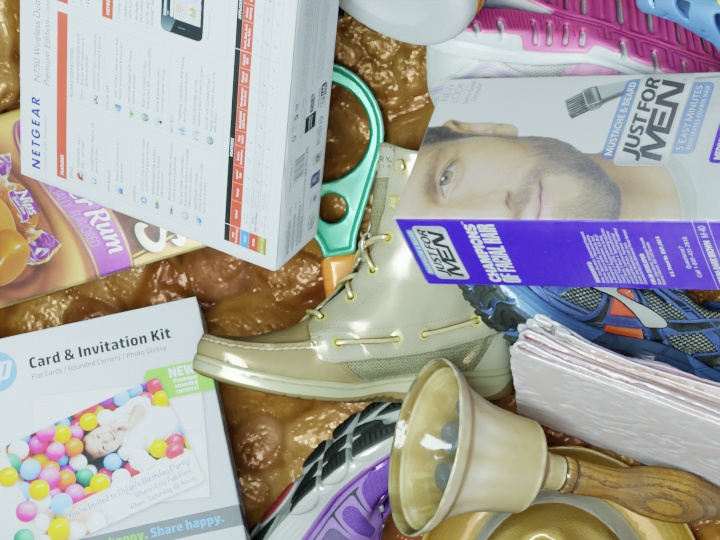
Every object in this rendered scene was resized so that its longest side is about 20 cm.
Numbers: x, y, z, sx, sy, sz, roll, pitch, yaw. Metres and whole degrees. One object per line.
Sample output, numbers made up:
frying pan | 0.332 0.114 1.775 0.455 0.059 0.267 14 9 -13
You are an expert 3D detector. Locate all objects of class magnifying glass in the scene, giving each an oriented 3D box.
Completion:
magnifying glass | -0.016 -0.031 1.351 0.079 0.022 0.200 -9 99 -4

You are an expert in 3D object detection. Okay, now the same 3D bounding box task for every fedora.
fedora | 0.119 0.210 1.325 0.200 0.082 0.201 1 96 9

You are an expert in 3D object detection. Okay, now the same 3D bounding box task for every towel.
towel | 0.179 0.085 1.249 0.191 0.200 0.032 20 79 9

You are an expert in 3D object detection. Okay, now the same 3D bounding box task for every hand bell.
hand bell | 0.128 0.120 1.280 0.200 0.104 0.104 12 99 -19

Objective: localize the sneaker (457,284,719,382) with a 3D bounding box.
sneaker | 0.145 0.021 1.296 0.200 0.075 0.079 25 78 -21

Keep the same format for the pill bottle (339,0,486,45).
pill bottle | 0.060 -0.234 1.239 0.113 0.113 0.200 31 66 5

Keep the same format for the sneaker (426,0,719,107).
sneaker | 0.129 -0.118 1.295 0.200 0.081 0.088 11 132 4

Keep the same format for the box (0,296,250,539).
box | -0.154 0.128 1.333 0.156 0.041 0.200 -12 68 -2

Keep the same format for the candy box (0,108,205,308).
candy box | -0.161 -0.056 1.362 0.200 0.056 0.117 -17 92 10

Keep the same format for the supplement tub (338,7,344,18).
supplement tub | -0.036 -0.252 1.294 0.107 0.107 0.200 7 98 9

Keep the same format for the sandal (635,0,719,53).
sandal | 0.236 -0.119 1.213 0.200 0.079 0.087 28 119 35

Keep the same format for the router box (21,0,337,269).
router box | -0.105 -0.121 1.229 0.179 0.049 0.200 21 127 20

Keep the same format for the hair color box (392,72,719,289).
hair color box | 0.130 -0.050 1.204 0.200 0.065 0.109 0 51 29

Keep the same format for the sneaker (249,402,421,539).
sneaker | -0.011 0.160 1.360 0.083 0.081 0.200 36 110 -9

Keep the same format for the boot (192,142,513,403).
boot | 0.000 0.000 1.308 0.200 0.073 0.156 2 96 -14
